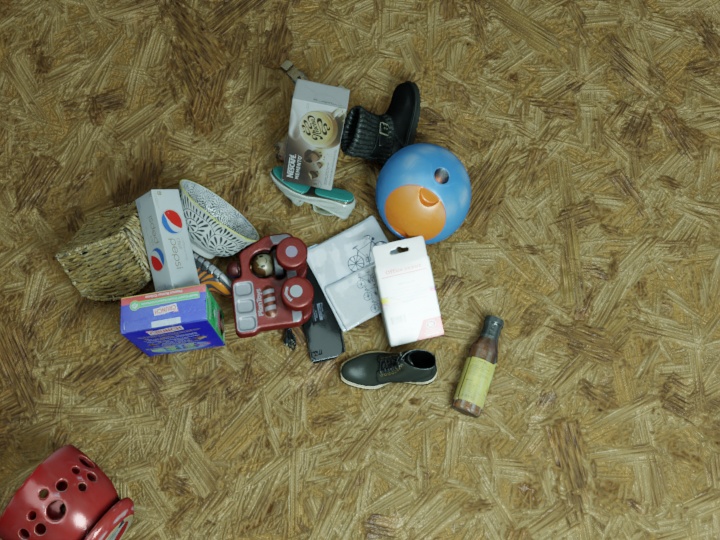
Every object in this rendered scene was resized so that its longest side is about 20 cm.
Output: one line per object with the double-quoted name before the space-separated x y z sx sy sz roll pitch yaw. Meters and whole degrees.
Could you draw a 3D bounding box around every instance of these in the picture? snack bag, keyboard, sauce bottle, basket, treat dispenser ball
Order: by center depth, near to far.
"sauce bottle" 0.241 0.190 1.686 0.065 0.066 0.203 20 76 7
"treat dispenser ball" 0.128 -0.157 1.722 0.196 0.201 0.206 0 73 1
"basket" -0.489 -0.038 1.729 0.196 0.144 0.150 -15 30 25
"keyboard" -0.108 0.093 1.747 0.124 0.021 0.204 -10 72 -8
"snack bag" 0.000 0.000 1.763 0.186 0.021 0.203 -27 76 -11

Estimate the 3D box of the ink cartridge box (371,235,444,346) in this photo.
"ink cartridge box" 0.092 0.039 1.701 0.114 0.067 0.205 -12 94 -3

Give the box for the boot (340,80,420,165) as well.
"boot" 0.044 -0.328 1.803 0.155 0.079 0.216 17 72 -28

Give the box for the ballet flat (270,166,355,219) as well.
"ballet flat" -0.107 -0.158 1.799 0.196 0.070 0.071 21 74 8

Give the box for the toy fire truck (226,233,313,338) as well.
"toy fire truck" -0.183 0.026 1.692 0.164 0.112 0.204 -7 71 -8

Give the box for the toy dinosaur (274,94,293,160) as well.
"toy dinosaur" -0.096 -0.310 1.802 0.197 0.085 0.139 -12 86 43

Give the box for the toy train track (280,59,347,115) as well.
"toy train track" -0.106 -0.406 1.889 0.200 0.033 0.115 43 79 13

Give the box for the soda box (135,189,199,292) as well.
"soda box" -0.377 -0.054 1.648 0.063 0.067 0.204 -19 82 41

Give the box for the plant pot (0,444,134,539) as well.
"plant pot" -0.534 0.456 1.553 0.181 0.201 0.202 35 77 8

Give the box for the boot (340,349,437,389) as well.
"boot" 0.055 0.182 1.654 0.195 0.139 0.079 -5 73 1

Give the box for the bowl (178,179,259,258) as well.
"bowl" -0.313 -0.088 1.735 0.200 0.200 0.095 40 100 12

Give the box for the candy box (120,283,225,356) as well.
"candy box" -0.363 0.102 1.654 0.165 0.200 0.079 -8 73 -2

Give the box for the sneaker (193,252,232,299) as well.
"sneaker" -0.349 0.029 1.749 0.198 0.078 0.113 32 81 19

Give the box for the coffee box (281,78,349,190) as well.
"coffee box" -0.094 -0.276 1.731 0.110 0.203 0.081 11 41 -4
